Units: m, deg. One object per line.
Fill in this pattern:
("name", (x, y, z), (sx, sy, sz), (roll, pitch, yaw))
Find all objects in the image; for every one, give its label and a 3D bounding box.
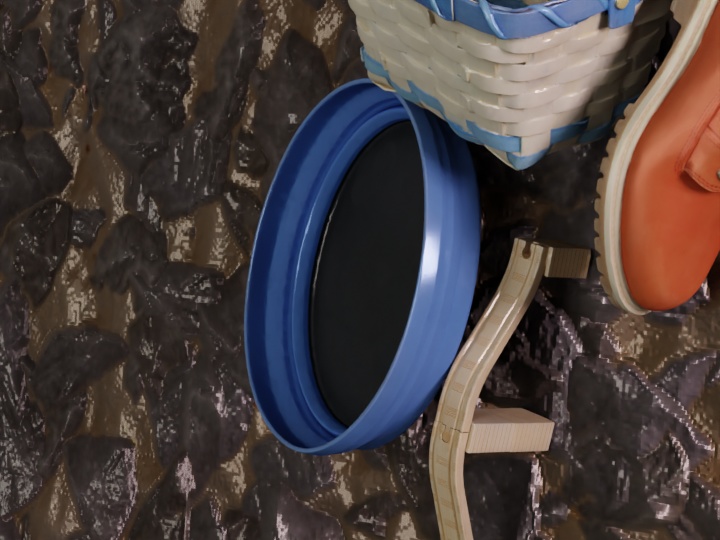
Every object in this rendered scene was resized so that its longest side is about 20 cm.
("basket", (0.068, -0.167, 1.130), (0.176, 0.139, 0.200), (38, 145, 39))
("toy bridge", (0.066, 0.081, 1.189), (0.027, 0.067, 0.200), (22, 103, 43))
("boot", (0.180, -0.058, 1.080), (0.107, 0.075, 0.200), (32, 110, 36))
("bowl", (0.000, 0.000, 1.240), (0.201, 0.039, 0.201), (-33, 52, 54))
